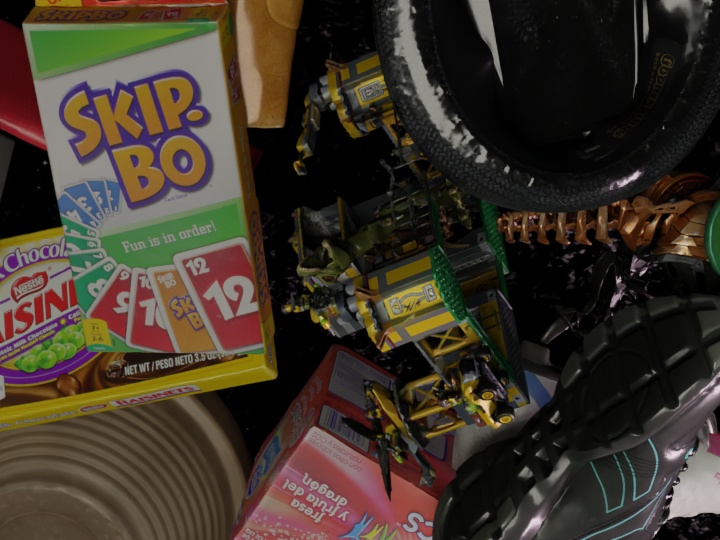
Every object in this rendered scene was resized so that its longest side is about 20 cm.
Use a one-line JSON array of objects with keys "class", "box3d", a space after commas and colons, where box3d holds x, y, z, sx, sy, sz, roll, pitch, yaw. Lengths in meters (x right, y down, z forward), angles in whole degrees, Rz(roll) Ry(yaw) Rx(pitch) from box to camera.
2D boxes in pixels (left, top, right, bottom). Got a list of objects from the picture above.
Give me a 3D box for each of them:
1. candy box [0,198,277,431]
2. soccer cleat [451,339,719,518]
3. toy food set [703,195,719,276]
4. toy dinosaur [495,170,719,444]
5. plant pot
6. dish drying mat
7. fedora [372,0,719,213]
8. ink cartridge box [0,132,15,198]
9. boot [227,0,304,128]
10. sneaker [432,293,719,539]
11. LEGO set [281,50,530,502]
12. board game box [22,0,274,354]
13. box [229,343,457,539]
[{"class": "candy box", "box3d": [-0.146, 0.024, 1.026, 0.199, 0.026, 0.103, -12, 68, 12]}, {"class": "soccer cleat", "box3d": [0.140, 0.105, 1.017, 0.199, 0.070, 0.087, 21, 87, -8]}, {"class": "toy food set", "box3d": [0.247, -0.006, 0.937, 0.200, 0.049, 0.199, 29, 89, -33]}, {"class": "toy dinosaur", "box3d": [0.157, -0.005, 0.965, 0.199, 0.102, 0.136, 20, 113, -8]}, {"class": "plant pot", "box3d": [-0.162, 0.138, 1.073, 0.200, 0.093, 0.202, 3, 113, 7]}, {"class": "dish drying mat", "box3d": [-0.149, -0.082, 0.983, 0.199, 0.077, 0.018, 26, 125, -5]}, {"class": "fedora", "box3d": [0.084, -0.130, 0.911, 0.200, 0.092, 0.202, -2, 98, -14]}, {"class": "ink cartridge box", "box3d": [-0.289, -0.056, 0.965, 0.199, 0.144, 0.084, 14, 89, 1]}, {"class": "boot", "box3d": [-0.039, -0.141, 0.930, 0.200, 0.071, 0.145, -4, 96, 21]}, {"class": "sneaker", "box3d": [0.121, 0.085, 0.926, 0.079, 0.076, 0.200, 27, 126, -29]}, {"class": "LEGO set", "box3d": [0.000, 0.000, 0.942, 0.115, 0.201, 0.154, -21, 146, 16]}, {"class": "board game box", "box3d": [-0.100, -0.049, 0.932, 0.095, 0.030, 0.201, 0, 119, 11]}, {"class": "box", "box3d": [0.040, 0.142, 1.045, 0.200, 0.103, 0.095, 31, 114, -8]}]
